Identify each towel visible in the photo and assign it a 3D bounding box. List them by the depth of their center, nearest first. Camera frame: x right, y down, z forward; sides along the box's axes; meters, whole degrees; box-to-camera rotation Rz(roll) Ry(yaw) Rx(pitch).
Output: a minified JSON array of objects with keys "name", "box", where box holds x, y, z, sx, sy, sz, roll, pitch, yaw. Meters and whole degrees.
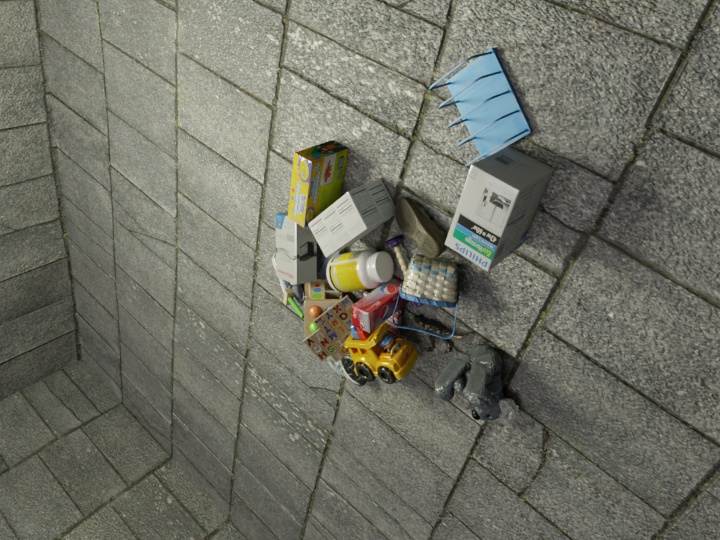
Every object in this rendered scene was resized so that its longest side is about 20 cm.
[{"name":"towel","box":[0.065,0.169,1.728,0.144,0.030,0.205,26,132,33]}]

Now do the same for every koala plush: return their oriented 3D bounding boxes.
[{"name":"koala plush","box":[0.333,0.327,1.512,0.175,0.185,0.202,-1,132,50]}]

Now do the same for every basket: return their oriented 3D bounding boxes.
[{"name":"basket","box":[0.184,0.071,1.491,0.171,0.139,0.207,13,102,6]}]

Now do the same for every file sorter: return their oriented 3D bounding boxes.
[{"name":"file sorter","box":[0.261,-0.357,1.240,0.137,0.122,0.204,-24,93,44]}]

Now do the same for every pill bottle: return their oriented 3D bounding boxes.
[{"name":"pill bottle","box":[0.000,0.000,1.655,0.196,0.111,0.116,-8,105,44]}]

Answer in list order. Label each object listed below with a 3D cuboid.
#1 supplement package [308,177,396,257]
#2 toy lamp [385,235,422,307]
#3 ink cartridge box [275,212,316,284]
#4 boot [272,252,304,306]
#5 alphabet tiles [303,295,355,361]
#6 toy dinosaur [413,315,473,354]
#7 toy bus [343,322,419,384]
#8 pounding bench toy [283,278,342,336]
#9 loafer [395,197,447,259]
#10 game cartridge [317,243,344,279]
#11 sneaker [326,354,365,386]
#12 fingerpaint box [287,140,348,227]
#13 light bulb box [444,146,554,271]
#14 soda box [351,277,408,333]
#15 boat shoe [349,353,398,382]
[{"name":"supplement package","box":[-0.020,-0.147,1.571,0.198,0.154,0.113,-30,90,45]},{"name":"toy lamp","box":[0.131,0.005,1.581,0.057,0.058,0.205,-16,100,44]},{"name":"ink cartridge box","box":[-0.204,-0.074,1.772,0.143,0.082,0.207,17,110,53]},{"name":"boot","box":[-0.232,0.022,1.900,0.090,0.072,0.204,-28,90,51]},{"name":"alphabet tiles","box":[-0.070,0.190,1.705,0.198,0.008,0.168,-36,118,8]},{"name":"toy dinosaur","box":[0.226,0.191,1.597,0.195,0.047,0.091,14,113,33]},{"name":"toy bus","box":[0.049,0.210,1.623,0.196,0.136,0.196,-2,122,45]},{"name":"pounding bench toy","box":[-0.151,0.121,1.755,0.193,0.157,0.128,0,118,-3]},{"name":"loafer","box":[0.162,-0.113,1.492,0.203,0.066,0.077,59,134,24]},{"name":"game cartridge","box":[-0.118,-0.060,1.787,0.134,0.040,0.202,47,134,18]},{"name":"sneaker","box":[-0.050,0.323,1.900,0.199,0.077,0.088,42,145,28]},{"name":"fingerpaint box","box":[-0.123,-0.251,1.605,0.072,0.166,0.205,29,128,25]},{"name":"light bulb box","box":[0.310,-0.141,1.249,0.123,0.196,0.204,33,128,25]},{"name":"soda box","box":[0.059,0.095,1.587,0.069,0.198,0.065,19,124,32]},{"name":"boat shoe","box":[0.054,0.301,1.798,0.199,0.075,0.076,30,152,26]}]
